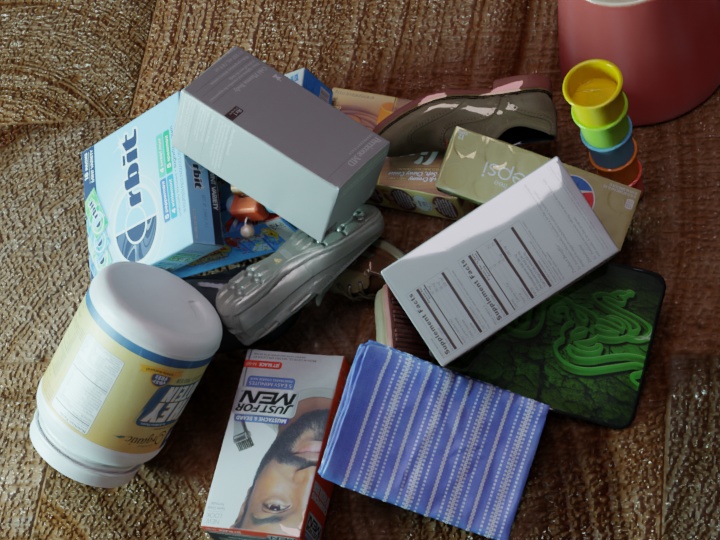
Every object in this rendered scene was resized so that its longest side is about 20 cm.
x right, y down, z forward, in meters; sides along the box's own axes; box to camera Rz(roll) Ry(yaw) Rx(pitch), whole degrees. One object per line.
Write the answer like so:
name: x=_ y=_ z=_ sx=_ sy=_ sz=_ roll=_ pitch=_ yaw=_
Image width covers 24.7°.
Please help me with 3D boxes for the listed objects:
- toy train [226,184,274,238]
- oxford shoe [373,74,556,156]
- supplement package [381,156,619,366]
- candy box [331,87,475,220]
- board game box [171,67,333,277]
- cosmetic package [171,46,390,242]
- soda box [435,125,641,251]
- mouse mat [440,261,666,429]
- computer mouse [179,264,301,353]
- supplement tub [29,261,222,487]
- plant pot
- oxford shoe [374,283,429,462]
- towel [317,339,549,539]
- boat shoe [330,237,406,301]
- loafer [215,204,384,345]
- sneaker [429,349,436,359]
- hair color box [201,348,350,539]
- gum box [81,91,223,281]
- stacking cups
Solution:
toy train: x=-0.157 y=-0.112 z=1.783 sx=0.200 sy=0.056 sz=0.151 roll=2 pitch=64 yaw=41
oxford shoe: x=0.110 y=-0.148 z=1.743 sx=0.199 sy=0.070 sz=0.075 roll=-15 pitch=67 yaw=9
supplement package: x=0.133 y=-0.006 z=1.587 sx=0.200 sy=0.114 sz=0.110 roll=-33 pitch=85 yaw=2
candy box: x=0.043 y=-0.131 z=1.836 sx=0.199 sy=0.055 sz=0.116 roll=12 pitch=66 yaw=24
board game box: x=-0.134 y=-0.107 z=1.843 sx=0.195 sy=0.056 sz=0.200 roll=-15 pitch=54 yaw=33
cosmetic package: x=-0.083 y=-0.130 z=1.691 sx=0.200 sy=0.090 sz=0.107 roll=30 pitch=46 yaw=13
soda box: x=0.179 y=-0.082 z=1.675 sx=0.199 sy=0.064 sz=0.068 roll=20 pitch=91 yaw=4
mouse mat: x=0.191 y=0.058 z=1.638 sx=0.199 sy=0.008 sz=0.161 roll=14 pitch=87 yaw=5
computer mouse: x=-0.159 y=0.054 z=1.762 sx=0.199 sy=0.139 sz=0.053 roll=-13 pitch=14 yaw=0
supplement tub: x=-0.244 y=0.108 z=1.691 sx=0.145 sy=0.144 sz=0.200 roll=46 pitch=117 yaw=34
plant pot: x=0.297 y=-0.285 z=1.773 sx=0.200 sy=0.177 sz=0.201 roll=-8 pitch=59 yaw=13
oxford shoe: x=0.026 y=0.111 z=1.667 sx=0.075 sy=0.070 sz=0.201 roll=-15 pitch=70 yaw=33
towel: x=0.072 y=0.165 z=1.603 sx=0.199 sy=0.024 sz=0.145 roll=20 pitch=81 yaw=-2
boat shoe: x=0.000 y=0.000 z=1.768 sx=0.200 sy=0.076 sz=0.074 roll=30 pitch=78 yaw=39
loafer: x=-0.057 y=0.003 z=1.717 sx=0.200 sy=0.070 sz=0.070 roll=-33 pitch=34 yaw=-6
sneaker: x=0.148 y=0.020 z=1.691 sx=0.200 sy=0.088 sz=0.074 roll=-27 pitch=55 yaw=1
hair color box: x=-0.081 y=0.184 z=1.683 sx=0.111 sy=0.064 sz=0.200 roll=3 pitch=62 yaw=19
gum box: x=-0.230 y=-0.080 z=1.796 sx=0.200 sy=0.044 sz=0.170 roll=-23 pitch=68 yaw=47
stacking cups: x=0.256 y=-0.137 z=1.682 sx=0.060 sy=0.200 sz=0.061 roll=-9 pitch=60 yaw=16
